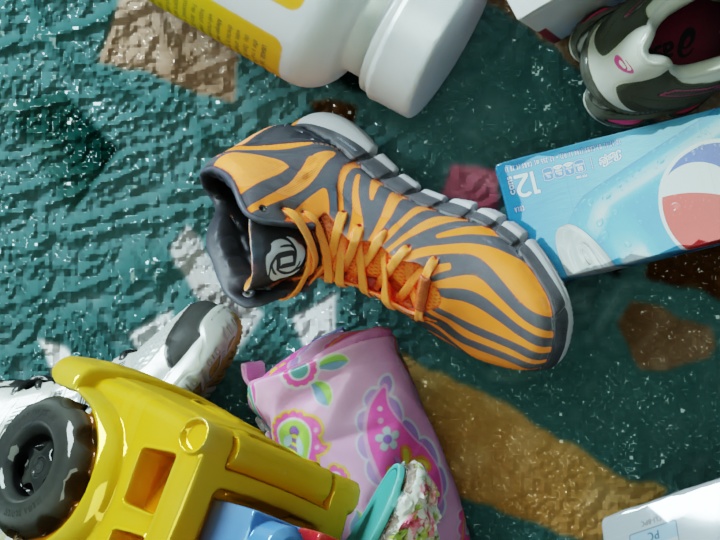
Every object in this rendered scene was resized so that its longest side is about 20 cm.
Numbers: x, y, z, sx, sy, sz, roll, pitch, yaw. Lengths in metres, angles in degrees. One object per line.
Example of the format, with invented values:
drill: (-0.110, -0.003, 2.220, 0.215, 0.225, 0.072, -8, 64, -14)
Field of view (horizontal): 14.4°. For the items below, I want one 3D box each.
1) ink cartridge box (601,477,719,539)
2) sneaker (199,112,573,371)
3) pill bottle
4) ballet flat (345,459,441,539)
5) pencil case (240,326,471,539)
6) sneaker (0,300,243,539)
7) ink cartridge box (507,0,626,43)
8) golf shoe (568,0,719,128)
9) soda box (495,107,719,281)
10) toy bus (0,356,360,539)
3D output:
ink cartridge box: (0.200, 0.184, 1.293, 0.160, 0.047, 0.200, -22, 59, 27)
sneaker: (0.000, 0.000, 1.365, 0.200, 0.112, 0.078, 32, 126, 31)
pill bottle: (-0.041, -0.159, 1.398, 0.200, 0.113, 0.113, 30, 94, 8)
ballet flat: (-0.002, 0.176, 1.340, 0.064, 0.076, 0.200, 28, 114, -10)
pencil case: (0.009, 0.126, 1.405, 0.087, 0.087, 0.200, -21, 86, 8)
sneaker: (-0.149, 0.075, 1.434, 0.200, 0.076, 0.088, -44, 79, 3)
ink cartridge box: (0.072, -0.218, 1.365, 0.083, 0.147, 0.200, -29, 85, 9)
golf shoe: (0.199, -0.124, 1.360, 0.200, 0.088, 0.077, -26, 92, -13)
soda box: (0.171, -0.044, 1.388, 0.200, 0.068, 0.064, -14, 87, 8)
toy bus: (-0.083, 0.158, 1.305, 0.192, 0.136, 0.200, 15, 81, 50)
